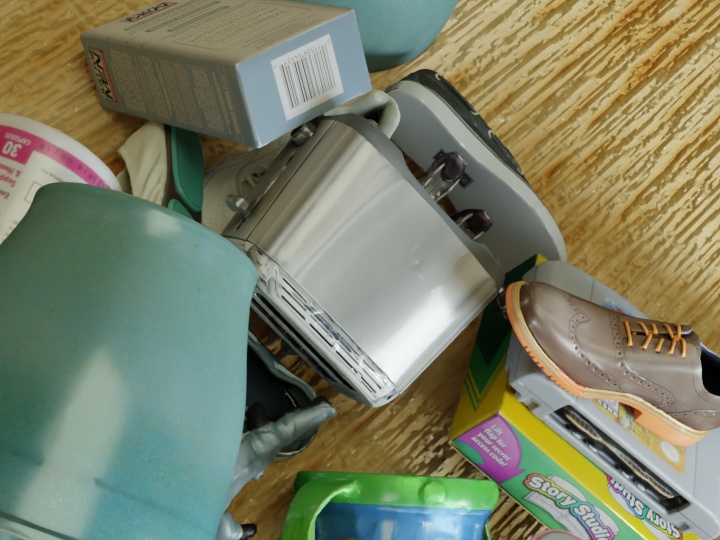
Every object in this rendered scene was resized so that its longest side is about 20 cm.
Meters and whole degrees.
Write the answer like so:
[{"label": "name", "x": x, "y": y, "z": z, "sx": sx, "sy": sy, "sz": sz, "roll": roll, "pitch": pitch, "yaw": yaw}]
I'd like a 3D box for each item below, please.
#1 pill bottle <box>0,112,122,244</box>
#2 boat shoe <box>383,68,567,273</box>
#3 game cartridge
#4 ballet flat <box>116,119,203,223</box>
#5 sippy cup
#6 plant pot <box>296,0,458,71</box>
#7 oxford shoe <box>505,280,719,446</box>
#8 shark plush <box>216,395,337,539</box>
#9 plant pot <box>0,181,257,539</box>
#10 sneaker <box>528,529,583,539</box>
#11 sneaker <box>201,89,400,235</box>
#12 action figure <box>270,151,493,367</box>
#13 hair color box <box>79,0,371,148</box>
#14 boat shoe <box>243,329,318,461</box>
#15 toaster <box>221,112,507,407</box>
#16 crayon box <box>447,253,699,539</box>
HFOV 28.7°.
[{"label": "pill bottle", "x": -0.241, "y": 0.011, "z": 0.886, "sx": 0.113, "sy": 0.113, "sz": 0.200, "roll": 28, "pitch": 66, "yaw": -13}, {"label": "boat shoe", "x": 0.097, "y": -0.077, "z": 1.104, "sx": 0.200, "sy": 0.069, "sz": 0.057, "roll": 49, "pitch": 44, "yaw": -7}, {"label": "game cartridge", "x": 0.187, "y": 0.085, "z": 0.994, "sx": 0.200, "sy": 0.042, "sz": 0.133, "roll": 38, "pitch": 45, "yaw": -20}, {"label": "ballet flat", "x": -0.136, "y": -0.030, "z": 0.948, "sx": 0.069, "sy": 0.069, "sz": 0.200, "roll": 12, "pitch": 38, "yaw": -21}, {"label": "sippy cup", "x": 0.021, "y": 0.202, "z": 0.939, "sx": 0.178, "sy": 0.140, "sz": 0.130, "roll": 5, "pitch": 81, "yaw": -14}, {"label": "plant pot", "x": 0.011, "y": -0.273, "z": 1.095, "sx": 0.200, "sy": 0.135, "sz": 0.200, "roll": 8, "pitch": 69, "yaw": -22}, {"label": "oxford shoe", "x": 0.179, "y": 0.048, "z": 0.924, "sx": 0.200, "sy": 0.073, "sz": 0.071, "roll": 26, "pitch": 46, "yaw": -31}, {"label": "shark plush", "x": -0.102, "y": 0.151, "z": 0.922, "sx": 0.200, "sy": 0.091, "sz": 0.083, "roll": -44, "pitch": 109, "yaw": -25}, {"label": "plant pot", "x": -0.148, "y": 0.061, "z": 0.771, "sx": 0.200, "sy": 0.200, "sz": 0.188, "roll": 24, "pitch": 74, "yaw": -15}, {"label": "sneaker", "x": 0.095, "y": 0.269, "z": 0.923, "sx": 0.079, "sy": 0.095, "sz": 0.200, "roll": 33, "pitch": 64, "yaw": -4}, {"label": "sneaker", "x": -0.051, "y": -0.074, "z": 1.027, "sx": 0.200, "sy": 0.081, "sz": 0.075, "roll": -37, "pitch": 91, "yaw": -29}, {"label": "action figure", "x": 0.009, "y": -0.001, "z": 1.035, "sx": 0.200, "sy": 0.069, "sz": 0.130, "roll": -42, "pitch": 105, "yaw": -26}, {"label": "hair color box", "x": -0.096, "y": -0.143, "z": 0.964, "sx": 0.099, "sy": 0.200, "sz": 0.061, "roll": -30, "pitch": 121, "yaw": -30}, {"label": "boat shoe", "x": -0.102, "y": 0.047, "z": 0.969, "sx": 0.200, "sy": 0.062, "sz": 0.073, "roll": 46, "pitch": 63, "yaw": -2}, {"label": "toaster", "x": 0.000, "y": 0.000, "z": 0.940, "sx": 0.129, "sy": 0.114, "sz": 0.200, "roll": -48, "pitch": 111, "yaw": -11}, {"label": "crayon box", "x": 0.166, "y": 0.113, "z": 1.026, "sx": 0.200, "sy": 0.058, "sz": 0.173, "roll": 41, "pitch": 40, "yaw": -17}]
